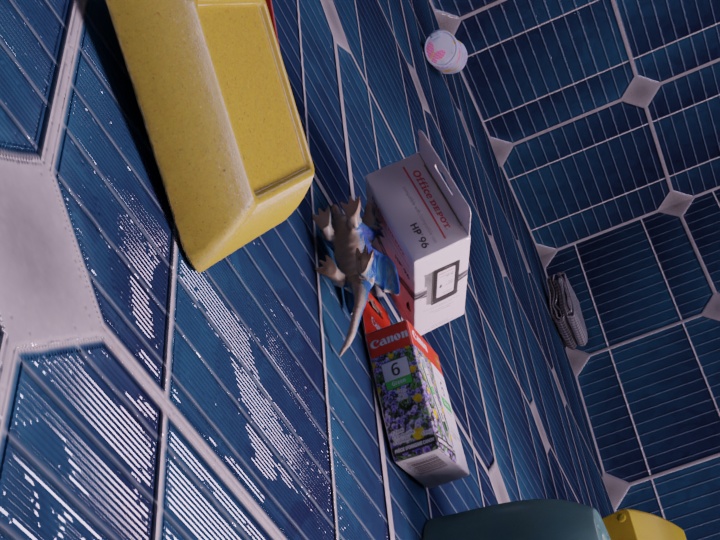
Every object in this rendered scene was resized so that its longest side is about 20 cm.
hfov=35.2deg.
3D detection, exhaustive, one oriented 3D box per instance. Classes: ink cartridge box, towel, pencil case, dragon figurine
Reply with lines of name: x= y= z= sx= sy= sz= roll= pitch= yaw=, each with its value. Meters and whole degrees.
ink cartridge box: x=0.057 y=-0.035 z=1.164 sx=0.201 sy=0.067 sz=0.117 roll=86 pitch=-22 yaw=-59
towel: x=0.643 y=0.126 z=3.570 sx=0.202 sy=0.084 sz=0.166 roll=-95 pitch=159 yaw=-45
pencil case: x=0.204 y=-0.520 z=2.699 sx=0.200 sy=0.082 sz=0.092 roll=-27 pitch=110 yaw=-77
dragon figurine: x=0.000 y=0.000 z=1.067 sx=0.100 sy=0.058 sz=0.202 roll=52 pitch=20 yaw=-53
ink cartridge box: x=0.050 y=0.105 z=1.134 sx=0.109 sy=0.050 sz=0.203 roll=48 pitch=26 yaw=-59

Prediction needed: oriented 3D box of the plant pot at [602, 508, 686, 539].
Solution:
plant pot: x=0.434 y=0.507 z=1.855 sx=0.176 sy=0.198 sz=0.202 roll=44 pitch=25 yaw=-38

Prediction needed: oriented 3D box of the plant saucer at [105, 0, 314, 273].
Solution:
plant saucer: x=-0.091 y=-0.120 z=0.803 sx=0.200 sy=0.048 sz=0.203 roll=-43 pitch=119 yaw=-70

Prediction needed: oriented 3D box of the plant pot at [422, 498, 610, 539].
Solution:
plant pot: x=0.168 y=0.309 z=1.070 sx=0.200 sy=0.159 sz=0.204 roll=-21 pitch=90 yaw=-78

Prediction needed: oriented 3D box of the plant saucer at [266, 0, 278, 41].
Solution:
plant saucer: x=-0.126 y=-0.247 z=0.972 sx=0.200 sy=0.036 sz=0.202 roll=54 pitch=19 yaw=-51
